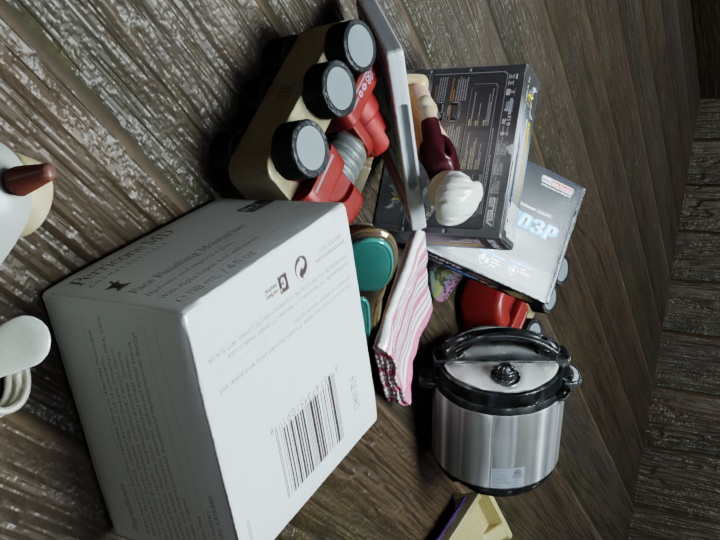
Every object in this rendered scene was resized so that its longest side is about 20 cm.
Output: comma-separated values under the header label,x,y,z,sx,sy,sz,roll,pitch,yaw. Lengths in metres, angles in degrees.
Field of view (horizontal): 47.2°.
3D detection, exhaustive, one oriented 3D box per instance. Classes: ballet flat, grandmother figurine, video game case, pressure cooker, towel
label,x,y,z,sx,sy,sz,roll,pitch,yaw
ballet flat,0.000,0.000,0.811,0.201,0.067,0.073,94,1,-55
grandmother figurine,0.076,-0.116,0.837,0.122,0.060,0.201,53,16,-40
ballet flat,0.125,-0.057,1.062,0.069,0.071,0.202,-3,97,-57
video game case,0.030,-0.159,0.825,0.144,0.017,0.201,-108,-175,-48
pressure cooker,0.180,0.164,1.067,0.175,0.178,0.202,-24,124,-35
towel,0.055,0.059,0.942,0.200,0.030,0.148,76,29,-63

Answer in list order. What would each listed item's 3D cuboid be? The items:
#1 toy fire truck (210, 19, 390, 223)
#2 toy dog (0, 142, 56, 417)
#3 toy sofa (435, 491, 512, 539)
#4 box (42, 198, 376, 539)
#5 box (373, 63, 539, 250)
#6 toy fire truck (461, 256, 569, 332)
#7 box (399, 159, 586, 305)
label,x,y,z,sx,sy,sz,roll,pitch,yaw
toy fire truck,-0.030,-0.096,0.753,0.200,0.128,0.177,49,52,-40
toy dog,-0.210,0.009,0.440,0.132,0.095,0.202,-14,106,-59
toy sofa,0.123,0.395,1.133,0.200,0.097,0.083,-37,101,-53
box,-0.097,0.071,0.618,0.199,0.130,0.202,-40,127,-52
box,0.108,-0.129,0.932,0.048,0.157,0.202,28,70,-57
toy fire truck,0.209,-0.003,1.156,0.200,0.128,0.177,48,61,-39
box,0.165,-0.066,1.016,0.198,0.046,0.160,23,80,-15
